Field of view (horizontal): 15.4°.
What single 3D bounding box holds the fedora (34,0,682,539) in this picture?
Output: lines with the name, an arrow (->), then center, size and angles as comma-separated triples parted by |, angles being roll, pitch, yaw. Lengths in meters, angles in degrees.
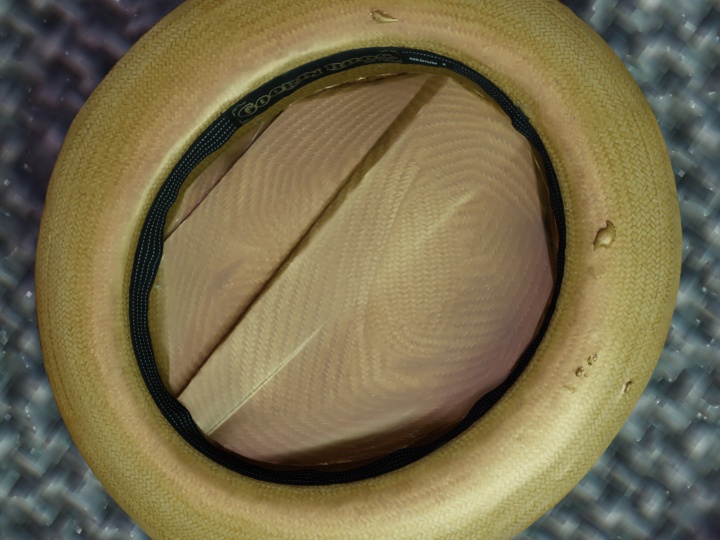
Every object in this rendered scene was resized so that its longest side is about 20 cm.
fedora -> 0.000, 0.000, 0.816 | 0.199, 0.082, 0.202 | 0, 86, 6
